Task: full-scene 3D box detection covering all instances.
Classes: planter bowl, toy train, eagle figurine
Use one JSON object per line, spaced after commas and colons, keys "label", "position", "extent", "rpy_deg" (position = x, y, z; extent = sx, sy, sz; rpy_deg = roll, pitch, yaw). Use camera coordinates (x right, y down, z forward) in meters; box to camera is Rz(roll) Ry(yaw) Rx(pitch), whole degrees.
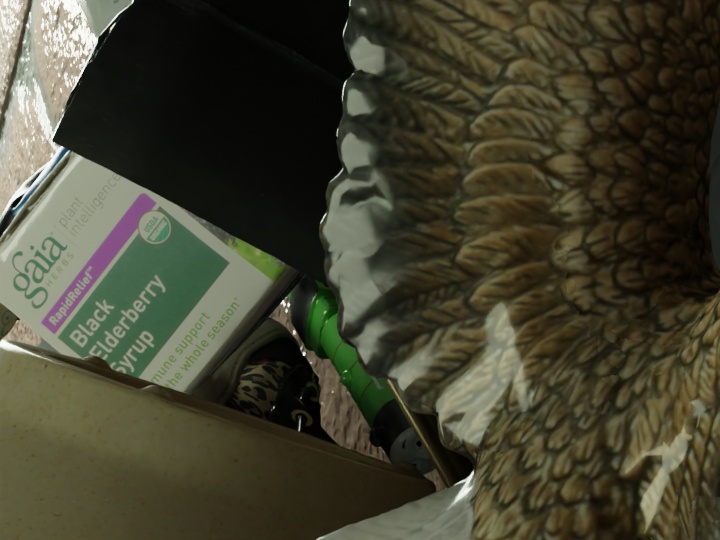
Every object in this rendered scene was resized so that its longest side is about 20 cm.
{"label": "planter bowl", "position": [-0.056, 0.097, 0.641], "extent": [0.200, 0.200, 0.135], "rpy_deg": [12, 82, 67]}
{"label": "toy train", "position": [0.006, 0.021, 0.971], "extent": [0.200, 0.056, 0.042], "rpy_deg": [-123, 39, -54]}
{"label": "eagle figurine", "position": [0.068, 0.000, 0.482], "extent": [0.151, 0.152, 0.200], "rpy_deg": [-96, 12, -68]}

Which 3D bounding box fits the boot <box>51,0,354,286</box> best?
{"label": "boot", "position": [0.000, -0.001, 0.725], "extent": [0.066, 0.200, 0.165], "rpy_deg": [-46, 13, 43]}

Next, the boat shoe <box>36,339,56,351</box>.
{"label": "boat shoe", "position": [-0.097, 0.035, 1.079], "extent": [0.069, 0.057, 0.200], "rpy_deg": [58, 144, 23]}

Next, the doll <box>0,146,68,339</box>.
{"label": "doll", "position": [-0.118, -0.032, 1.107], "extent": [0.048, 0.200, 0.136], "rpy_deg": [41, 141, 10]}

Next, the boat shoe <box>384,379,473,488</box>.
{"label": "boat shoe", "position": [0.055, 0.072, 0.597], "extent": [0.200, 0.063, 0.073], "rpy_deg": [-116, 34, -45]}

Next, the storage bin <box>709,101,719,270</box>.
{"label": "storage bin", "position": [0.147, 0.022, 0.576], "extent": [0.200, 0.094, 0.135], "rpy_deg": [-146, 59, -65]}

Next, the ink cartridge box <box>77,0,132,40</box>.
{"label": "ink cartridge box", "position": [-0.052, -0.174, 0.895], "extent": [0.200, 0.144, 0.085], "rpy_deg": [89, 156, -73]}

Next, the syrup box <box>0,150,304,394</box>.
{"label": "syrup box", "position": [-0.051, -0.022, 0.866], "extent": [0.079, 0.081, 0.200], "rpy_deg": [-51, 1, 17]}

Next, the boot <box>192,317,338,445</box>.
{"label": "boot", "position": [-0.012, 0.093, 0.926], "extent": [0.073, 0.151, 0.200], "rpy_deg": [-49, -4, 5]}

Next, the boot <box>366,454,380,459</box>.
{"label": "boot", "position": [-0.037, 0.161, 0.959], "extent": [0.071, 0.144, 0.201], "rpy_deg": [122, 142, -51]}
